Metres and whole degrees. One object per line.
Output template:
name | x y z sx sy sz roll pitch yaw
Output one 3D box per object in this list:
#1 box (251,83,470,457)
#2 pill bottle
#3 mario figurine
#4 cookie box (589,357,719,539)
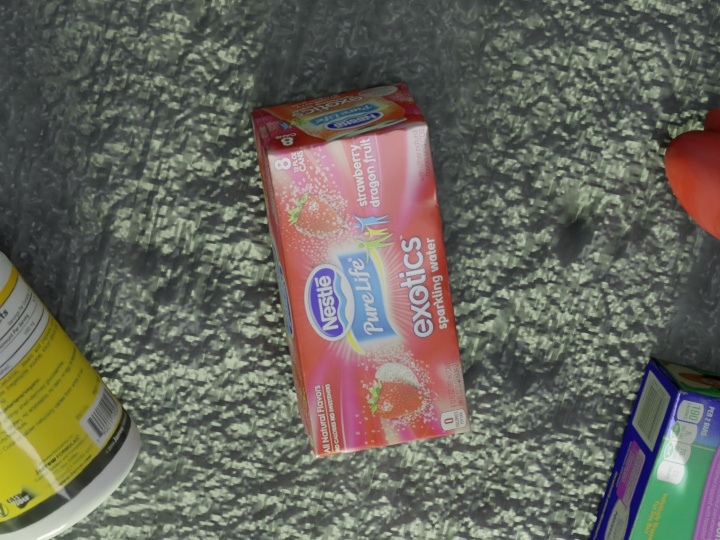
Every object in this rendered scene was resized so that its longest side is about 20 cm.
box | 0.000 0.000 1.764 0.099 0.096 0.201 -10 110 -4
pill bottle | -0.229 0.058 1.740 0.112 0.112 0.200 -35 110 4
mario figurine | 0.285 -0.072 1.795 0.199 0.106 0.124 1 96 0
cookie box | 0.259 0.163 1.871 0.199 0.075 0.172 13 105 -14
